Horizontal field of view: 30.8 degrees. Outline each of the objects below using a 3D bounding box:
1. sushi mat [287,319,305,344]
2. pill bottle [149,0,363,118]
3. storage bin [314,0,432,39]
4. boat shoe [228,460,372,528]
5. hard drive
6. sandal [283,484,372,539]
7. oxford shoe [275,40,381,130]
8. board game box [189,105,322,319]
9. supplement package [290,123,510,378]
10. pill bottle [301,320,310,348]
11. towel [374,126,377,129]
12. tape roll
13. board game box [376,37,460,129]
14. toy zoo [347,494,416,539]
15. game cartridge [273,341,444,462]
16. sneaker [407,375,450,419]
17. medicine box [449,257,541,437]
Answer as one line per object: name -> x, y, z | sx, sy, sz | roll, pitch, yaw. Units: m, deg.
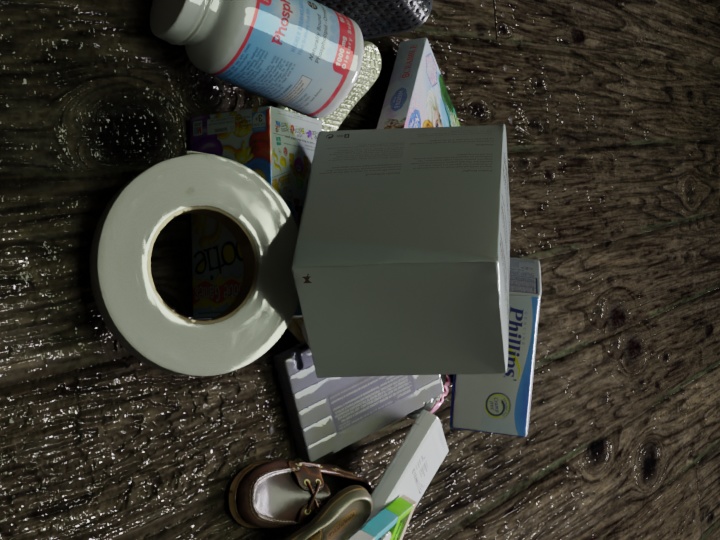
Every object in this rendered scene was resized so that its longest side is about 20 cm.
sushi mat -> -0.050, 0.050, 1.486 | 0.200, 0.012, 0.097 | 52, 46, -43
pill bottle -> -0.103, -0.234, 1.292 | 0.198, 0.108, 0.110 | 19, 69, -34
storage bin -> -0.025, -0.324, 1.388 | 0.094, 0.198, 0.137 | 36, 56, -51
boat shoe -> -0.060, 0.237, 1.394 | 0.199, 0.070, 0.072 | 6, 83, -58
hard drive -> 0.035, 0.267, 1.487 | 0.201, 0.026, 0.132 | -58, 160, -17
sandal -> -0.050, 0.305, 1.348 | 0.200, 0.054, 0.081 | -40, 146, -25
oxford shoe -> -0.051, -0.194, 1.477 | 0.200, 0.057, 0.076 | -49, 135, -32
board game box -> -0.103, -0.053, 1.318 | 0.104, 0.102, 0.203 | 6, 81, -60
supplement package -> 0.048, -0.020, 1.253 | 0.201, 0.188, 0.148 | -81, 166, -46
pill bottle -> 0.021, 0.012, 1.417 | 0.201, 0.110, 0.112 | -53, 131, -36
towel -> 0.026, -0.073, 1.622 | 0.144, 0.022, 0.203 | -38, 119, -54
tape roll -> -0.148, -0.005, 1.197 | 0.200, 0.037, 0.206 | 2, 84, -24
board game box -> 0.083, -0.157, 1.676 | 0.202, 0.041, 0.201 | -76, 150, -41
toy zoo -> -0.009, 0.328, 1.380 | 0.199, 0.020, 0.133 | -25, 138, -61
game cartridge -> 0.001, 0.120, 1.474 | 0.198, 0.038, 0.131 | -23, 113, -31
sneaker -> 0.068, 0.081, 1.619 | 0.095, 0.078, 0.203 | 43, 47, -53
medicine box -> 0.176, 0.092, 1.687 | 0.200, 0.101, 0.185 | -58, 152, -75
